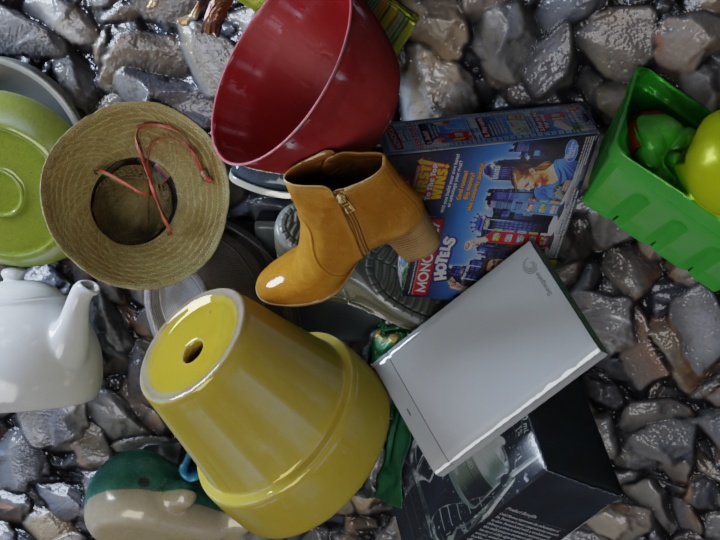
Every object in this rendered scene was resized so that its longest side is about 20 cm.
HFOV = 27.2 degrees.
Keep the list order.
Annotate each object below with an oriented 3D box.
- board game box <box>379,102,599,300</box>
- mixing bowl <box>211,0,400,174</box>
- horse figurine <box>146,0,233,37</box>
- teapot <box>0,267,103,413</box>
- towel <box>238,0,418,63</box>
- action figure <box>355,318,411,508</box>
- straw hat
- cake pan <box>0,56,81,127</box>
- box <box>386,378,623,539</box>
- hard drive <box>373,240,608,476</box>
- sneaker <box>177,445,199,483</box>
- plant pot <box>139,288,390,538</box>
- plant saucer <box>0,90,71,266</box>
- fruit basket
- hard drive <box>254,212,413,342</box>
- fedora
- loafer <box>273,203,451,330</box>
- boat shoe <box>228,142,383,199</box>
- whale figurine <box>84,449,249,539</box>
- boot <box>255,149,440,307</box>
[{"bbox_3d":[0.102,-0.070,1.417,0.198,0.062,0.201,6,123,-15],"label":"board game box"},{"bbox_3d":[-0.035,-0.165,1.357,0.108,0.201,0.200,26,125,-33],"label":"mixing bowl"},{"bbox_3d":[-0.177,-0.311,1.376,0.200,0.050,0.133,44,119,1],"label":"horse figurine"},{"bbox_3d":[-0.371,0.071,1.586,0.198,0.197,0.148,-4,91,-8],"label":"teapot"},{"bbox_3d":[-0.049,-0.257,1.405,0.199,0.018,0.086,31,120,-6],"label":"towel"},{"bbox_3d":[0.017,0.128,1.515,0.118,0.054,0.202,11,87,44],"label":"action figure"},{"bbox_3d":[-0.230,-0.062,1.490,0.200,0.202,0.085,35,152,-9],"label":"straw hat"},{"bbox_3d":[-0.370,-0.134,1.533,0.198,0.037,0.202,5,120,9],"label":"cake pan"},{"bbox_3d":[0.130,0.184,1.498,0.123,0.201,0.196,23,127,-39],"label":"box"},{"bbox_3d":[0.120,0.084,1.414,0.200,0.027,0.133,-38,63,16],"label":"hard drive"},{"bbox_3d":[-0.120,0.169,1.627,0.199,0.082,0.073,-37,105,26],"label":"sneaker"},{"bbox_3d":[-0.103,0.123,1.421,0.200,0.202,0.189,-28,128,25],"label":"plant pot"},{"bbox_3d":[-0.365,-0.085,1.520,0.198,0.031,0.202,5,119,9],"label":"plant saucer"},{"bbox_3d":[0.322,-0.096,1.335,0.214,0.156,0.217,13,135,13],"label":"fruit basket"},{"bbox_3d":[-0.004,0.008,1.539,0.198,0.033,0.141,2,119,11],"label":"hard drive"},{"bbox_3d":[-0.156,0.046,1.536,0.175,0.090,0.202,2,118,31],"label":"fedora"},{"bbox_3d":[0.000,0.000,1.482,0.199,0.076,0.070,31,152,-7],"label":"loafer"},{"bbox_3d":[-0.030,-0.105,1.455,0.198,0.075,0.062,6,122,7],"label":"boat shoe"},{"bbox_3d":[-0.215,0.262,1.703,0.198,0.105,0.159,7,150,-16],"label":"whale figurine"},{"bbox_3d":[-0.038,-0.043,1.343,0.200,0.071,0.144,-17,141,22],"label":"boot"}]
